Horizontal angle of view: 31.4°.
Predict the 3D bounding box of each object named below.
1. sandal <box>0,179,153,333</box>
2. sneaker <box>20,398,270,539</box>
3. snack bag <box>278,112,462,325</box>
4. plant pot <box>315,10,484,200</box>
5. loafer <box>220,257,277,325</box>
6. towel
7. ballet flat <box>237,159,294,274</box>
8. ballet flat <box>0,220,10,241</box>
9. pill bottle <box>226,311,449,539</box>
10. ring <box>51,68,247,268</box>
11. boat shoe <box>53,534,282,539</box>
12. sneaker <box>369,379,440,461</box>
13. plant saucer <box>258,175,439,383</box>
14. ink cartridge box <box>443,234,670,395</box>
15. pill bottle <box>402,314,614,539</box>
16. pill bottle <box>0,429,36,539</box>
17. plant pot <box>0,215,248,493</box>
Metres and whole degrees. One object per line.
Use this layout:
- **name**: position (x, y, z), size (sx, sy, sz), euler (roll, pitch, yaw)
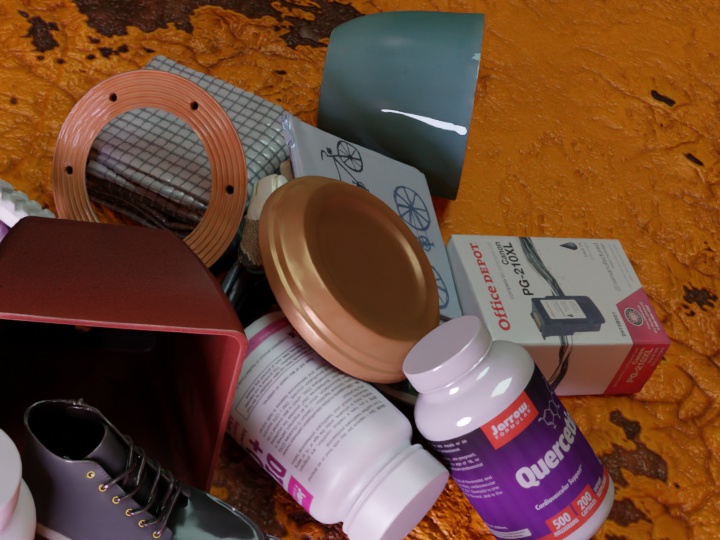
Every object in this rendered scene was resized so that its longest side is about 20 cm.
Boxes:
- **sandal**: position (-0.267, -0.005, 1.149), size (0.202, 0.050, 0.082), euler (42, 6, -7)
- **sneaker**: position (-0.151, 0.164, 0.897), size (0.199, 0.107, 0.075), euler (18, 48, 1)
- **snack bag**: position (0.009, -0.042, 1.204), size (0.199, 0.021, 0.190), euler (19, 47, -40)
- **plant pot**: position (0.039, -0.186, 1.374), size (0.160, 0.201, 0.201), euler (9, 43, 2)
- **loafer**: position (-0.082, -0.003, 1.226), size (0.063, 0.072, 0.200), euler (28, 40, 1)
- **towel**: position (-0.172, -0.110, 1.274), size (0.199, 0.086, 0.166), euler (23, 50, 16)
- **ballet flat**: position (-0.065, -0.063, 1.191), size (0.067, 0.076, 0.200), euler (-3, 19, 24)
- **ballet flat**: position (-0.377, -0.042, 1.140), size (0.199, 0.071, 0.069), euler (19, 42, -4)
- **pill bottle**: position (-0.029, 0.137, 1.071), size (0.200, 0.114, 0.113), euler (41, 46, 20)
- **ring**: position (-0.194, -0.084, 1.184), size (0.200, 0.201, 0.019), euler (32, 15, 11)
- **boat shoe**: position (-0.143, 0.224, 0.967), size (0.199, 0.074, 0.075), euler (0, 47, -22)
- **sneaker**: position (0.019, 0.092, 1.178), size (0.199, 0.067, 0.090), euler (32, 36, 10)
- **plant saucer**: position (0.000, 0.000, 1.104), size (0.200, 0.037, 0.201), euler (29, 42, -31)
- **ink cartridge box**: position (0.182, 0.044, 1.272), size (0.199, 0.085, 0.145), euler (1, 46, -22)
- **pill bottle**: position (0.120, 0.139, 1.072), size (0.200, 0.112, 0.113), euler (55, 41, -17)
- **pill bottle**: position (-0.276, 0.189, 0.854), size (0.111, 0.201, 0.112), euler (11, 44, -11)
- **plant pot**: position (-0.215, 0.064, 1.022), size (0.198, 0.201, 0.177), euler (5, 36, -18)
